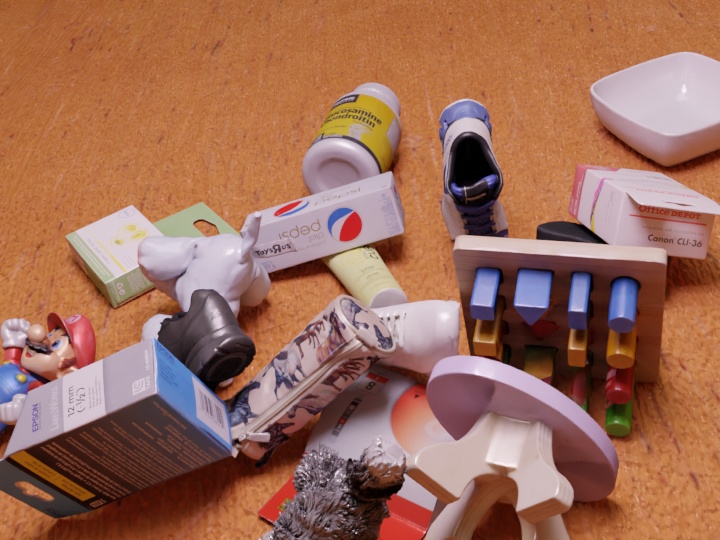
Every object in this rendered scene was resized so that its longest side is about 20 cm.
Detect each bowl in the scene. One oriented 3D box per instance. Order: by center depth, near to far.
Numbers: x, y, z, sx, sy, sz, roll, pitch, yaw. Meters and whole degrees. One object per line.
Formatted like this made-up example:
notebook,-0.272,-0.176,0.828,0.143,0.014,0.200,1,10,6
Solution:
bowl,0.439,-0.220,1.431,0.197,0.076,0.200,-21,39,-16

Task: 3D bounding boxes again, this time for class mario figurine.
mario figurine,-0.380,0.110,1.123,0.123,0.106,0.200,45,63,8

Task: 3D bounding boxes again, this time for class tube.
tube,0.000,0.000,1.249,0.057,0.052,0.200,19,18,-26

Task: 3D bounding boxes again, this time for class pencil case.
pencil case,-0.055,0.107,1.009,0.200,0.078,0.090,-42,18,20

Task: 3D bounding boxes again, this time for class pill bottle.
pill bottle,-0.004,-0.180,1.436,0.110,0.113,0.201,3,38,16

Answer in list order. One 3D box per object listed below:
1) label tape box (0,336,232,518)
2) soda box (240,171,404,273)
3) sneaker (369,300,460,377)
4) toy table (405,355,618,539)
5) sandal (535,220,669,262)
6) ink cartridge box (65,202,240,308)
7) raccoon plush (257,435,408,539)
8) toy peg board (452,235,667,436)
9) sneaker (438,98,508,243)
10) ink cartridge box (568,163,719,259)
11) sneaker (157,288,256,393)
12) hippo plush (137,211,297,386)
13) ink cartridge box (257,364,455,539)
label tape box,-0.239,0.154,0.959,0.197,0.144,0.067,-22,53,12
soda box,-0.045,-0.058,1.282,0.197,0.065,0.068,-16,20,9
sneaker,0.038,0.067,1.049,0.079,0.200,0.078,15,74,-19
toy table,0.130,0.177,0.889,0.198,0.184,0.118,30,51,-4
sandal,0.287,-0.016,1.214,0.074,0.049,0.200,-10,19,-27
ink cartridge box,-0.270,-0.041,1.361,0.198,0.048,0.145,-29,40,-22
raccoon plush,-0.044,0.217,0.854,0.096,0.201,0.134,32,57,14
toy peg board,0.191,0.073,0.999,0.197,0.200,0.099,4,53,16
sneaker,0.129,-0.087,1.208,0.079,0.202,0.116,-8,28,8
ink cartridge box,0.328,-0.066,1.183,0.114,0.069,0.200,6,16,-9
sneaker,-0.179,0.095,1.040,0.075,0.200,0.092,3,52,-48
hippo plush,-0.165,0.052,1.167,0.197,0.159,0.163,-8,64,26
ink cartridge box,0.015,0.184,0.996,0.160,0.051,0.200,18,41,32
